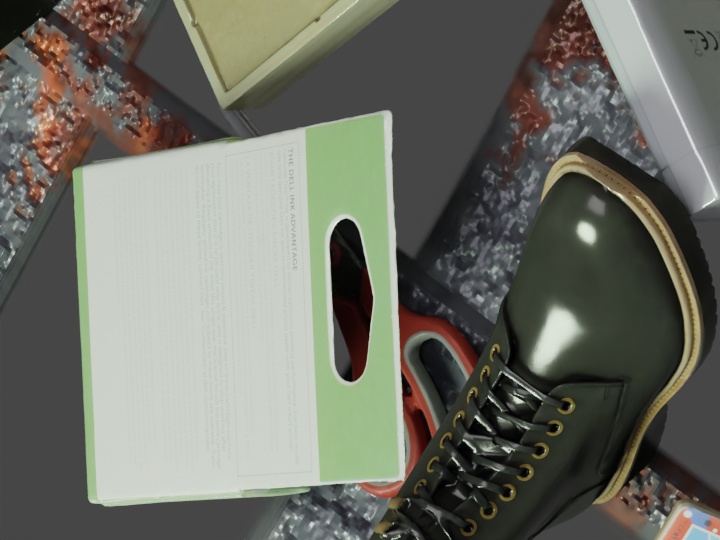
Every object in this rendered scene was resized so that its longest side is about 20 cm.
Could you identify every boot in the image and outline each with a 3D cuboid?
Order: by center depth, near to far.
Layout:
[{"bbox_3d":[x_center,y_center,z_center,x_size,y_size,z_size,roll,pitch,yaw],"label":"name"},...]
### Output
[{"bbox_3d":[0.055,0.057,1.093,0.077,0.201,0.138,36,60,26],"label":"boot"}]

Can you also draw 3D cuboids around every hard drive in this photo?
[{"bbox_3d":[0.121,-0.114,1.124,0.027,0.132,0.201,-32,73,35],"label":"hard drive"}]

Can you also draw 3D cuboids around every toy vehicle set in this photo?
[{"bbox_3d":[-0.011,-0.168,1.232,0.200,0.026,0.125,-36,72,38],"label":"toy vehicle set"}]

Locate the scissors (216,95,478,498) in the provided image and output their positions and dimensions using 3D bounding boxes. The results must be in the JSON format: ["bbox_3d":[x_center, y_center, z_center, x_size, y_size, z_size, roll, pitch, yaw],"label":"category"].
[{"bbox_3d":[0.000,0.000,1.255,0.073,0.014,0.201,-28,74,27],"label":"scissors"}]

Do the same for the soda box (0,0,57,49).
[{"bbox_3d":[-0.235,-0.089,1.324,0.200,0.071,0.063,-38,70,2],"label":"soda box"}]

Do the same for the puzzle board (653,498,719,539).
[{"bbox_3d":[0.136,0.190,1.096,0.150,0.017,0.201,23,115,-11],"label":"puzzle board"}]

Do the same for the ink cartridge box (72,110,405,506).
[{"bbox_3d":[-0.039,0.018,1.223,0.199,0.048,0.147,-7,83,45],"label":"ink cartridge box"}]
